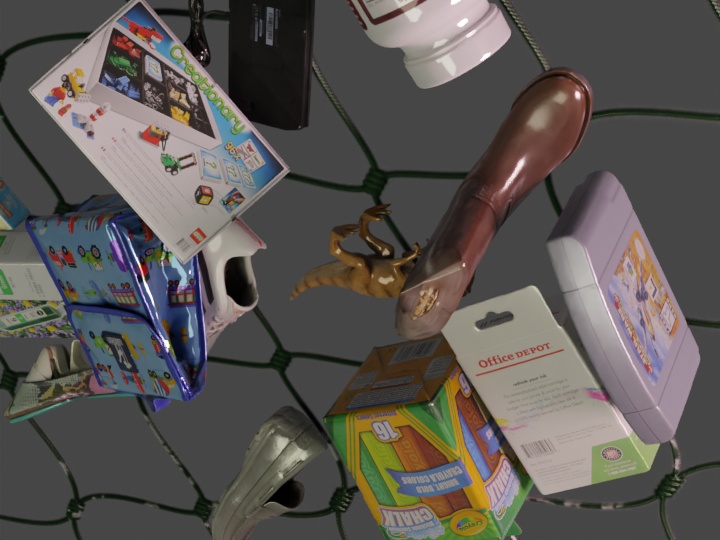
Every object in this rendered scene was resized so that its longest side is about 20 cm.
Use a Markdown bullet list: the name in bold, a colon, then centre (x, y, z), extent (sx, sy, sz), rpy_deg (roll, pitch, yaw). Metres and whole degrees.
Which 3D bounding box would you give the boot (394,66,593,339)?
- **boot**: centre (0.101, -0.050, 1.342), extent (0.064, 0.200, 0.186), rpy_deg (34, 131, 3)

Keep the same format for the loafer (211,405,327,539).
- **loafer**: centre (-0.093, 0.221, 1.714), extent (0.070, 0.070, 0.200), rpy_deg (38, 131, 11)

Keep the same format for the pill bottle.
- **pill bottle**: centre (0.030, -0.246, 1.306), extent (0.113, 0.113, 0.200), rpy_deg (-20, 111, 36)

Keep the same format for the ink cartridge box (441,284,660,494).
- **ink cartridge box**: centre (0.166, 0.090, 1.489), extent (0.117, 0.067, 0.200), rpy_deg (-19, 112, 36)

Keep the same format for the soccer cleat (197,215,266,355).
- **soccer cleat**: centre (-0.139, 0.031, 1.610), extent (0.085, 0.069, 0.200), rpy_deg (34, 127, 23)

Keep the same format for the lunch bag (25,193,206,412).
- **lunch bag**: centre (-0.210, 0.034, 1.585), extent (0.150, 0.094, 0.200), rpy_deg (0, 109, 48)

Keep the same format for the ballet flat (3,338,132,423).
- **ballet flat**: centre (-0.288, 0.105, 1.750), extent (0.200, 0.069, 0.071), rpy_deg (-14, 96, 30)

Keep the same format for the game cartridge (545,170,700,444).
- **game cartridge**: centre (0.215, 0.034, 1.382), extent (0.041, 0.133, 0.200), rpy_deg (-18, 112, 27)

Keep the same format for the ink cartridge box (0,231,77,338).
- **ink cartridge box**: centre (-0.365, 0.015, 1.696), extent (0.200, 0.050, 0.109), rpy_deg (0, 136, 16)

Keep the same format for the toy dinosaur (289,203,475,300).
- **toy dinosaur**: centre (0.000, 0.000, 1.522), extent (0.200, 0.060, 0.106), rpy_deg (2, 123, 27)

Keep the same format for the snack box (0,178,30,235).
- **snack box**: centre (-0.432, -0.101, 1.698), extent (0.116, 0.037, 0.200), rpy_deg (-30, 104, 39)

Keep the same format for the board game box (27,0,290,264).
- **board game box**: centre (-0.172, -0.121, 1.476), extent (0.126, 0.035, 0.200), rpy_deg (-41, 100, -2)

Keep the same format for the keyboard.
- **keyboard**: centre (-0.096, -0.217, 1.454), extent (0.127, 0.021, 0.200), rpy_deg (16, 126, 16)

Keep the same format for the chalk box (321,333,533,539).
- **chalk box**: centre (0.078, 0.173, 1.555), extent (0.125, 0.124, 0.200), rpy_deg (-14, 114, 35)
